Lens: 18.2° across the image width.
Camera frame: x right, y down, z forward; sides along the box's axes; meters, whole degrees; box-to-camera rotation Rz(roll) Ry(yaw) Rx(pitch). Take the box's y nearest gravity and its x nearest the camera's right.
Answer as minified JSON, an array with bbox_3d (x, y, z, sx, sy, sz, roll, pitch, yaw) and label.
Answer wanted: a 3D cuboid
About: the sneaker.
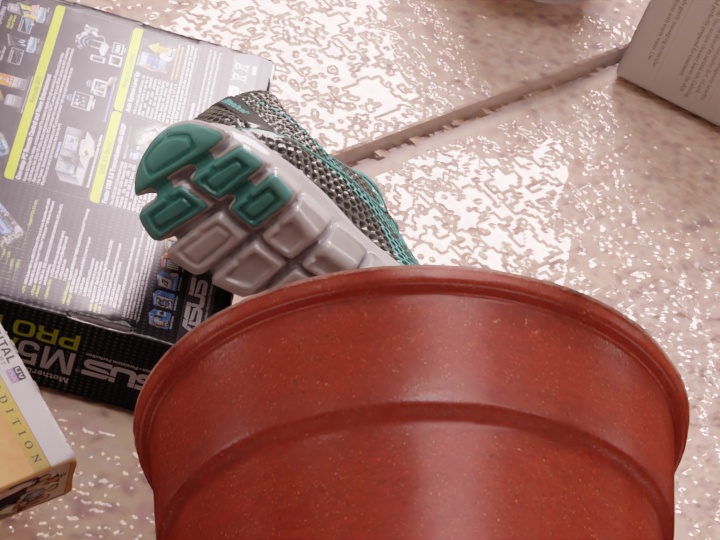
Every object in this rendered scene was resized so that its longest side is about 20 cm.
[{"bbox_3d":[0.000,0.000,0.924,0.200,0.077,0.091,48,29,-12],"label":"sneaker"}]

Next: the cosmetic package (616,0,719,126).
[{"bbox_3d":[0.247,-0.113,1.154,0.199,0.108,0.085,28,41,4],"label":"cosmetic package"}]

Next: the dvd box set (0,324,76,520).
[{"bbox_3d":[-0.222,0.052,0.801,0.199,0.029,0.147,-21,64,-27],"label":"dvd box set"}]

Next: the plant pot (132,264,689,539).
[{"bbox_3d":[0.019,0.136,0.746,0.200,0.201,0.196,10,51,-13],"label":"plant pot"}]

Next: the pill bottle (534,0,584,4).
[{"bbox_3d":[0.098,-0.238,1.220,0.108,0.109,0.201,8,44,-16],"label":"pill bottle"}]

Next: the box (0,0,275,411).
[{"bbox_3d":[-0.127,-0.037,0.961,0.159,0.044,0.201,15,42,-8],"label":"box"}]
